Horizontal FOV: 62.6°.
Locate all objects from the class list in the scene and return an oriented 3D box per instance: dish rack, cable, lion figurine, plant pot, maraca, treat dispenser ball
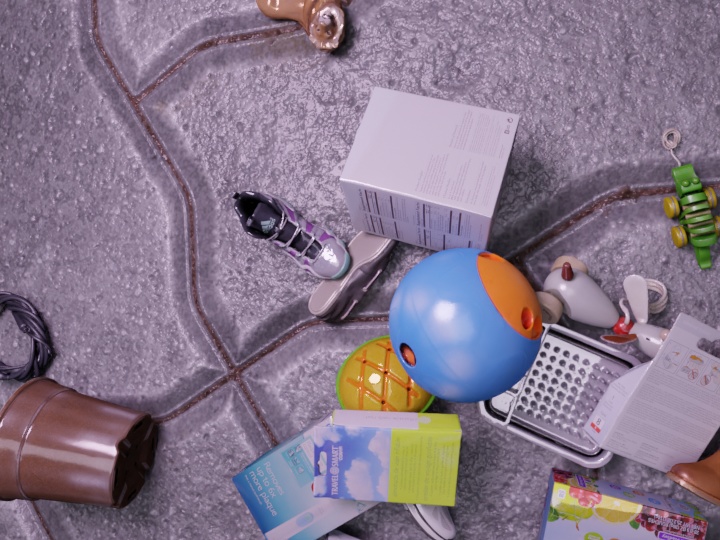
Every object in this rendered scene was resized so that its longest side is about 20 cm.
[{"bbox_3d":[0.284,0.169,0.853,0.199,0.044,0.173,23,96,13],"label":"dish rack"},{"bbox_3d":[-0.646,0.121,1.088,0.198,0.051,0.165,3,87,16],"label":"cable"},{"bbox_3d":[-0.102,-0.421,0.932,0.199,0.072,0.123,23,105,27],"label":"lion figurine"},{"bbox_3d":[-0.460,0.292,0.976,0.196,0.200,0.202,9,93,6],"label":"plant pot"},{"bbox_3d":[0.059,0.155,0.880,0.199,0.107,0.138,-26,69,-6],"label":"maraca"},{"bbox_3d":[0.136,0.071,0.780,0.199,0.201,0.203,0,91,14],"label":"treat dispenser ball"}]

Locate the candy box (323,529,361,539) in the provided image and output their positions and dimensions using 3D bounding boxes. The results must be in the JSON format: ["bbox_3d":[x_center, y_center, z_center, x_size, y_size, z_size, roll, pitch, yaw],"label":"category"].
[{"bbox_3d":[-0.011,0.525,0.903,0.167,0.072,0.201,21,97,-1],"label":"candy box"}]

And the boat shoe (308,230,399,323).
[{"bbox_3d":[0.000,0.000,0.921,0.200,0.057,0.067,-48,45,7],"label":"boat shoe"}]

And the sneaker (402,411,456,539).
[{"bbox_3d":[0.109,0.298,0.883,0.115,0.076,0.201,-35,81,14],"label":"sneaker"}]

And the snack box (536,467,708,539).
[{"bbox_3d":[0.354,0.391,0.828,0.198,0.068,0.170,12,94,15],"label":"snack box"}]

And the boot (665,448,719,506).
[{"bbox_3d":[0.496,0.224,0.758,0.198,0.077,0.157,13,98,-10],"label":"boot"}]

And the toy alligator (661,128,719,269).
[{"bbox_3d":[0.447,-0.100,0.800,0.059,0.054,0.202,-14,88,13],"label":"toy alligator"}]

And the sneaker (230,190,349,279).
[{"bbox_3d":[-0.117,-0.056,0.881,0.199,0.140,0.078,33,97,24],"label":"sneaker"}]

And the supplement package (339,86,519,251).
[{"bbox_3d":[0.096,-0.129,0.817,0.198,0.151,0.153,15,71,13],"label":"supplement package"}]

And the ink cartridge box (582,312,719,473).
[{"bbox_3d":[0.408,0.162,0.779,0.161,0.050,0.201,23,98,-18],"label":"ink cartridge box"}]

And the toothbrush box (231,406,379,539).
[{"bbox_3d":[-0.074,0.328,0.925,0.199,0.085,0.147,-33,84,11],"label":"toothbrush box"}]

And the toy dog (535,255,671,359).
[{"bbox_3d":[0.326,0.041,0.788,0.198,0.097,0.133,9,64,12],"label":"toy dog"}]

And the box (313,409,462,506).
[{"bbox_3d":[0.036,0.260,0.823,0.198,0.048,0.123,2,108,2],"label":"box"}]
